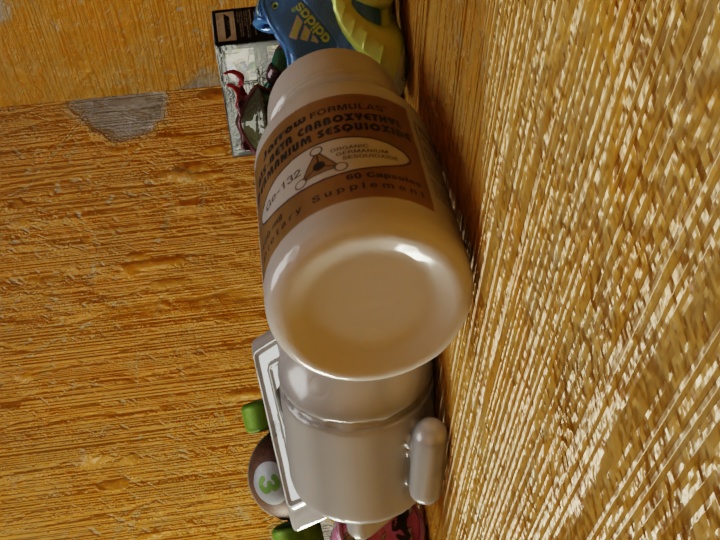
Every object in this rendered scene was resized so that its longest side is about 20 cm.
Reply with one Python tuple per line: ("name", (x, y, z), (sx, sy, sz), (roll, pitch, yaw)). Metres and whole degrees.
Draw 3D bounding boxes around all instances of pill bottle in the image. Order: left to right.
("pill bottle", (-0.006, -0.044, 0.633), (0.202, 0.112, 0.116), (-101, 6, -50))

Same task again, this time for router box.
("router box", (-0.080, -0.207, 1.177), (0.201, 0.146, 0.052), (93, 170, -62))

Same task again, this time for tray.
("tray", (-0.061, 0.144, 1.054), (0.107, 0.022, 0.203), (-32, 64, 40))

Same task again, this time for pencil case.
("pencil case", (0.004, 0.277, 0.989), (0.201, 0.081, 0.087), (104, -178, -51))

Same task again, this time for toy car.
("toy car", (-0.022, 0.200, 1.093), (0.200, 0.155, 0.167), (159, 96, -68))

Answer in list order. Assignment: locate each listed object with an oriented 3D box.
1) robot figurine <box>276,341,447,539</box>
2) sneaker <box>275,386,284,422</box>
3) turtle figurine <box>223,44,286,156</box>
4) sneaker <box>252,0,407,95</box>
("robot figurine", (-0.002, 0.102, 0.784), (0.168, 0.112, 0.203), (28, 136, 34))
("sneaker", (-0.020, 0.103, 0.939), (0.116, 0.074, 0.201), (57, -161, -22))
("turtle figurine", (-0.066, -0.137, 0.986), (0.200, 0.099, 0.152), (-146, 38, -72))
("sneaker", (-0.026, -0.211, 0.727), (0.076, 0.103, 0.204), (-171, 75, -85))
